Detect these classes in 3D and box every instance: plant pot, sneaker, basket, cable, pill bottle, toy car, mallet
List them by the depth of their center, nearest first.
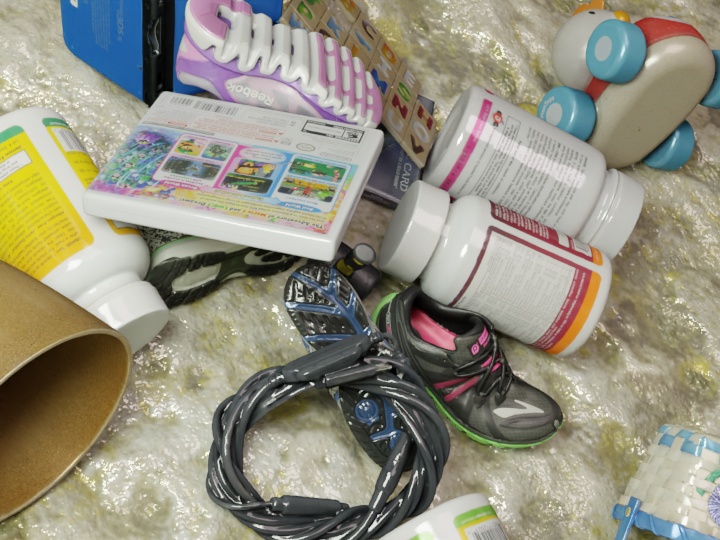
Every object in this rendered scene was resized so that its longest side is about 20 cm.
[{"bbox_3d":[-0.303,0.057,0.985,0.200,0.187,0.186,40,51,19],"label":"plant pot"},{"bbox_3d":[0.095,0.289,1.055,0.110,0.111,0.201,-15,68,-31],"label":"pill bottle"},{"bbox_3d":[-0.241,-0.023,1.089,0.112,0.113,0.201,-27,74,-35],"label":"pill bottle"},{"bbox_3d":[-0.030,0.150,1.098,0.199,0.051,0.164,-24,95,-9],"label":"cable"},{"bbox_3d":[0.000,0.000,1.149,0.066,0.200,0.041,38,83,-10],"label":"mallet"},{"bbox_3d":[0.001,0.081,1.161,0.075,0.077,0.201,-27,94,-3],"label":"sneaker"},{"bbox_3d":[-0.076,-0.166,1.168,0.199,0.089,0.081,23,43,-22],"label":"sneaker"},{"bbox_3d":[0.300,0.246,1.172,0.175,0.139,0.201,18,89,-13],"label":"basket"},{"bbox_3d":[-0.118,-0.041,1.189,0.199,0.077,0.089,-17,58,-36],"label":"sneaker"},{"bbox_3d":[0.098,0.088,1.197,0.199,0.084,0.077,34,53,-2],"label":"sneaker"},{"bbox_3d":[0.124,-0.004,1.249,0.199,0.110,0.110,23,54,-10],"label":"pill bottle"},{"bbox_3d":[0.171,-0.089,1.320,0.199,0.113,0.114,27,53,-8],"label":"pill bottle"},{"bbox_3d":[0.272,-0.231,1.433,0.183,0.177,0.201,7,45,-33],"label":"toy car"}]

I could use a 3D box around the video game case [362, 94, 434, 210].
[{"bbox_3d":[-0.028,-0.149,1.325,0.199,0.019,0.144,22,54,-13],"label":"video game case"}]

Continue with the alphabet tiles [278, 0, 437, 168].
[{"bbox_3d":[0.006,-0.195,1.288,0.200,0.008,0.168,49,28,-18],"label":"alphabet tiles"}]

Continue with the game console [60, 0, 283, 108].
[{"bbox_3d":[-0.169,-0.252,1.186,0.170,0.201,0.118,34,57,14],"label":"game console"}]

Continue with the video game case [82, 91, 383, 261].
[{"bbox_3d":[-0.096,-0.080,1.072,0.198,0.024,0.182,11,35,8],"label":"video game case"}]
